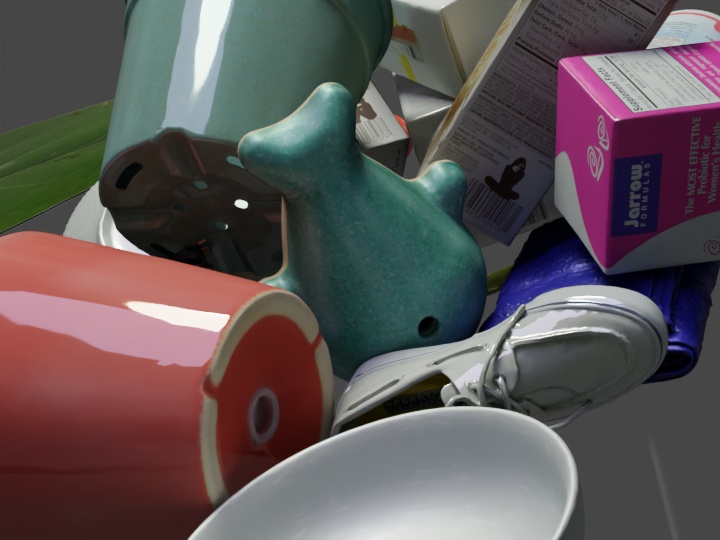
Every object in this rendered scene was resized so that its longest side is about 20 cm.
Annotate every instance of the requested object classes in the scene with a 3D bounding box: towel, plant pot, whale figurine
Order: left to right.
[{"bbox_3d":[-0.124,0.078,0.725,0.177,0.201,0.200,1,29,28],"label":"plant pot"},{"bbox_3d":[-0.088,-0.114,0.881,0.200,0.200,0.196,-12,49,27],"label":"plant pot"},{"bbox_3d":[0.005,-0.013,0.774,0.159,0.200,0.104,-33,35,-8],"label":"whale figurine"},{"bbox_3d":[0.149,0.007,0.800,0.148,0.050,0.200,-11,22,27],"label":"towel"}]

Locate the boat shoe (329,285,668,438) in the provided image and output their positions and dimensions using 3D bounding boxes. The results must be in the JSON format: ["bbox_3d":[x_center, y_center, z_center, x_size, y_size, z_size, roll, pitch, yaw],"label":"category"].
[{"bbox_3d":[0.067,0.069,0.692,0.202,0.075,0.086,-16,20,27],"label":"boat shoe"}]

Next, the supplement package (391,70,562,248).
[{"bbox_3d":[0.105,-0.114,1.056,0.121,0.120,0.200,-20,20,6],"label":"supplement package"}]

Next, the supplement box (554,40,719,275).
[{"bbox_3d":[0.225,-0.075,0.756,0.200,0.101,0.103,-8,30,-6],"label":"supplement box"}]

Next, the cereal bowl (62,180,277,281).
[{"bbox_3d":[-0.142,-0.019,0.975,0.200,0.083,0.200,-5,60,8],"label":"cereal bowl"}]

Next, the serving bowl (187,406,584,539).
[{"bbox_3d":[0.011,0.142,0.572,0.200,0.066,0.200,-20,20,8],"label":"serving bowl"}]

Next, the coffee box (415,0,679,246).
[{"bbox_3d":[0.123,-0.131,0.840,0.200,0.080,0.114,-58,5,25],"label":"coffee box"}]

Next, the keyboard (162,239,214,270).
[{"bbox_3d":[-0.151,0.044,0.868,0.200,0.127,0.021,-1,9,21],"label":"keyboard"}]

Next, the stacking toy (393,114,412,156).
[{"bbox_3d":[-0.044,-0.119,1.302,0.200,0.085,0.085,-13,21,12],"label":"stacking toy"}]

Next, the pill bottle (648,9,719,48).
[{"bbox_3d":[0.221,-0.114,0.948,0.109,0.109,0.200,-8,25,35],"label":"pill bottle"}]

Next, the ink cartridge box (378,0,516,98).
[{"bbox_3d":[0.081,-0.220,1.005,0.145,0.083,0.200,-33,32,-14],"label":"ink cartridge box"}]

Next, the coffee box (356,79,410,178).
[{"bbox_3d":[-0.043,-0.135,1.088,0.080,0.113,0.200,-18,57,-20],"label":"coffee box"}]
